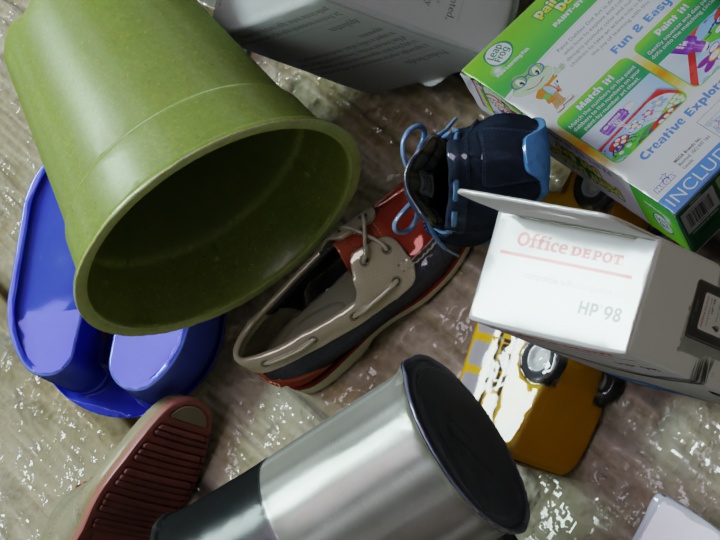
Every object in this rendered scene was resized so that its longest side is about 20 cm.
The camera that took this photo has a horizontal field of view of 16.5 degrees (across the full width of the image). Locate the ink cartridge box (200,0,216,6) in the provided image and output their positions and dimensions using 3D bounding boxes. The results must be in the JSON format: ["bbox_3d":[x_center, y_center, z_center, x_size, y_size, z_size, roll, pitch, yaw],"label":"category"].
[{"bbox_3d":[-0.072,-0.298,1.776,0.116,0.067,0.200,-3,72,41],"label":"ink cartridge box"}]

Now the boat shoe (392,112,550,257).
[{"bbox_3d":[0.056,-0.061,1.466,0.200,0.068,0.084,127,140,-72],"label":"boat shoe"}]

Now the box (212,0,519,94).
[{"bbox_3d":[0.017,-0.231,1.581,0.199,0.130,0.200,-6,68,66],"label":"box"}]

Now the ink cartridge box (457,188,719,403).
[{"bbox_3d":[0.144,0.019,1.366,0.116,0.200,0.067,12,83,44],"label":"ink cartridge box"}]

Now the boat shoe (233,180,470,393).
[{"bbox_3d":[0.000,0.000,1.602,0.200,0.063,0.071,-46,47,19],"label":"boat shoe"}]

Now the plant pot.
[{"bbox_3d":[-0.132,-0.093,1.574,0.200,0.200,0.190,-45,61,21],"label":"plant pot"}]

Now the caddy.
[{"bbox_3d":[-0.160,0.001,1.704,0.141,0.105,0.200,9,88,10],"label":"caddy"}]

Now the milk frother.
[{"bbox_3d":[0.003,0.139,1.458,0.188,0.181,0.200,-33,31,18],"label":"milk frother"}]

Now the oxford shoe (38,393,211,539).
[{"bbox_3d":[-0.175,0.157,1.699,0.200,0.070,0.075,-54,41,11],"label":"oxford shoe"}]

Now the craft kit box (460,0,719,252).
[{"bbox_3d":[0.191,-0.130,1.440,0.200,0.049,0.197,-43,49,-8],"label":"craft kit box"}]

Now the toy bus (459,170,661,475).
[{"bbox_3d":[0.120,0.018,1.483,0.078,0.065,0.200,13,84,46],"label":"toy bus"}]

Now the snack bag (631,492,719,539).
[{"bbox_3d":[0.188,0.240,1.346,0.200,0.021,0.189,36,101,34],"label":"snack bag"}]

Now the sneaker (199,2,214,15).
[{"bbox_3d":[-0.161,-0.103,1.775,0.076,0.081,0.200,31,97,43],"label":"sneaker"}]
